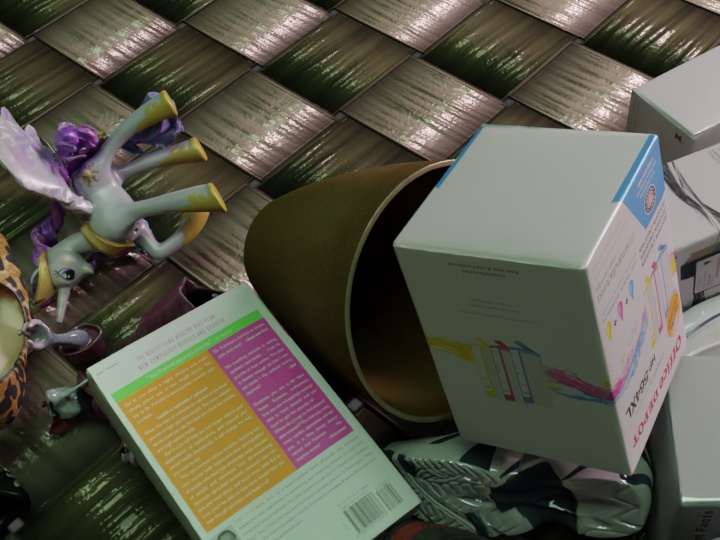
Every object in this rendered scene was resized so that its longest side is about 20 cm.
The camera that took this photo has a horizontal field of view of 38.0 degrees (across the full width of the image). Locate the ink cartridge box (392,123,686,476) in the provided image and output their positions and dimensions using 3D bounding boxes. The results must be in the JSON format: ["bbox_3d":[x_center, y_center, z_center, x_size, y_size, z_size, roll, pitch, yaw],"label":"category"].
[{"bbox_3d":[0.127,0.026,0.676,0.125,0.201,0.129,8,45,34],"label":"ink cartridge box"}]

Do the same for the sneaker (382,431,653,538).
[{"bbox_3d":[0.119,0.126,0.786,0.198,0.080,0.130,-6,31,24],"label":"sneaker"}]

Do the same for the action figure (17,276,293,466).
[{"bbox_3d":[-0.173,0.072,0.836,0.199,0.134,0.149,-23,5,19],"label":"action figure"}]

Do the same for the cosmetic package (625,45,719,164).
[{"bbox_3d":[0.347,-0.146,0.971,0.199,0.108,0.085,-26,52,-18],"label":"cosmetic package"}]

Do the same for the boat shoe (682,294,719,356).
[{"bbox_3d":[0.312,0.059,0.829,0.199,0.072,0.066,-16,45,-19],"label":"boat shoe"}]

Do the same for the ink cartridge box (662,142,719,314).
[{"bbox_3d":[0.240,-0.006,0.836,0.199,0.146,0.084,-21,52,-12],"label":"ink cartridge box"}]

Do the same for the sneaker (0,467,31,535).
[{"bbox_3d":[-0.317,0.219,0.744,0.080,0.072,0.200,15,51,22],"label":"sneaker"}]

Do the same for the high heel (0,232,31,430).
[{"bbox_3d":[-0.287,0.038,0.826,0.071,0.143,0.201,9,63,-24],"label":"high heel"}]

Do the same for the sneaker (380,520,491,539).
[{"bbox_3d":[0.108,0.210,0.661,0.200,0.098,0.071,30,56,-1],"label":"sneaker"}]

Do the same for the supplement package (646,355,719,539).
[{"bbox_3d":[0.305,0.140,0.727,0.199,0.118,0.117,2,51,6],"label":"supplement package"}]

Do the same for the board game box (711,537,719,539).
[{"bbox_3d":[0.238,0.268,0.616,0.200,0.062,0.200,-37,91,-34],"label":"board game box"}]

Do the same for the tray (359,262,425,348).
[{"bbox_3d":[0.110,0.003,0.913,0.199,0.037,0.099,-21,51,-13],"label":"tray"}]

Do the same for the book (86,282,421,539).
[{"bbox_3d":[-0.072,0.116,0.700,0.133,0.048,0.200,-31,69,-23],"label":"book"}]

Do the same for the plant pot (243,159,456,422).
[{"bbox_3d":[0.000,0.000,0.807,0.186,0.187,0.200,-42,33,-26],"label":"plant pot"}]

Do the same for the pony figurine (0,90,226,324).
[{"bbox_3d":[-0.239,-0.075,0.937,0.199,0.167,0.194,-29,78,2],"label":"pony figurine"}]
